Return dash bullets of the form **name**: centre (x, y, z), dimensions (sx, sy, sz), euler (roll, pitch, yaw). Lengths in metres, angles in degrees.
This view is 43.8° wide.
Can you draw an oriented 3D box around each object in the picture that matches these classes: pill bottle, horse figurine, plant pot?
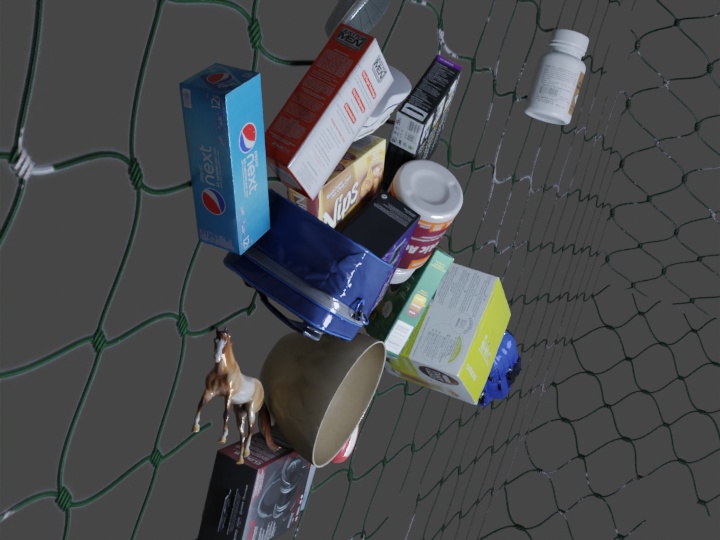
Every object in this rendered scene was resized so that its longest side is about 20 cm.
- **pill bottle**: centre (0.465, -0.455, 2.102), dimensions (0.114, 0.113, 0.203), euler (8, 99, -67)
- **horse figurine**: centre (-0.165, 0.177, 1.198), dimensions (0.200, 0.049, 0.134), euler (53, 38, -53)
- **plant pot**: centre (-0.069, 0.163, 1.301), dimensions (0.201, 0.133, 0.201), euler (-54, 160, -29)
- **pill bottle**: centre (0.076, -0.072, 1.430), dimensions (0.114, 0.114, 0.201), euler (-52, 175, -38)

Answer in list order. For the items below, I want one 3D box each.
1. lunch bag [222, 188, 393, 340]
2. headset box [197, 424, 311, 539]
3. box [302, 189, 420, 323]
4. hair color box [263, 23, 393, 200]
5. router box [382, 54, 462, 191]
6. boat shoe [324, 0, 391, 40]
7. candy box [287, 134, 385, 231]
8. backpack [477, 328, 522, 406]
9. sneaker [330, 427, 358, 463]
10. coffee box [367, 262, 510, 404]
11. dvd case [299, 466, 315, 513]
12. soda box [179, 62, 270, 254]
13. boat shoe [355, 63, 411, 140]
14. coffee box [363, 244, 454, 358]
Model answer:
- **lunch bag**: centre (-0.064, 0.006, 1.126), dimensions (0.133, 0.199, 0.136), euler (-58, 154, 1)
- **headset box**: centre (-0.154, 0.325, 1.316), dimensions (0.200, 0.076, 0.151), euler (-9, 115, -66)
- **box**: centre (0.000, 0.000, 1.349), dimensions (0.141, 0.079, 0.201), euler (-44, 164, -41)
- **hair color box**: centre (-0.043, -0.204, 1.160), dimensions (0.201, 0.061, 0.102), euler (-56, 155, -9)
- **router box**: centre (0.093, -0.223, 1.444), dimensions (0.150, 0.051, 0.201), euler (-56, 170, -33)
- **boat shoe**: centre (0.012, -0.388, 1.191), dimensions (0.203, 0.064, 0.074), euler (-56, 165, -1)
- **candy box**: centre (-0.033, -0.111, 1.300), dimensions (0.200, 0.055, 0.117), euler (-43, 144, -49)
- **backpack**: centre (0.293, 0.215, 2.140), dimensions (0.169, 0.161, 0.201), euler (-55, 153, -26)
- **sneaker**: centre (-0.059, 0.203, 1.440), dimensions (0.115, 0.077, 0.203), euler (29, 57, -56)
- **coffee box**: centre (0.154, 0.109, 1.701), dimensions (0.202, 0.196, 0.200), euler (-65, 156, -15)
- **dvd case**: centre (-0.105, 0.319, 1.496), dimensions (0.142, 0.017, 0.203), euler (8, 99, -68)
- **soda box**: centre (-0.150, -0.124, 1.015), dimensions (0.068, 0.064, 0.202), euler (-46, 146, -46)
- **boat shoe**: centre (0.017, -0.243, 1.309), dimensions (0.066, 0.072, 0.201), euler (-50, -173, 36)
- **coffee box**: centre (0.081, 0.040, 1.549), dimensions (0.202, 0.044, 0.123), euler (-62, -161, 7)
